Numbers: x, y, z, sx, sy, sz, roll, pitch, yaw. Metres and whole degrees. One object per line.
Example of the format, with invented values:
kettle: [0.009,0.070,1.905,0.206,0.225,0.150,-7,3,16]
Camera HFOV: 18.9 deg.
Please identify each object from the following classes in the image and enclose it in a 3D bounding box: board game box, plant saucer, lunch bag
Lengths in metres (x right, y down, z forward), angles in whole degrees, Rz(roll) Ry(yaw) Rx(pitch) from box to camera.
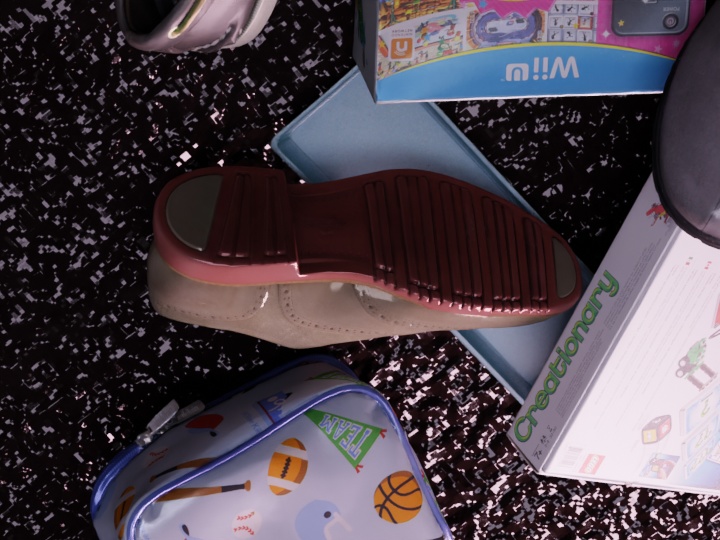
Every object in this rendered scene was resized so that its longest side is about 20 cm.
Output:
board game box: [0.164,0.011,0.992,0.126,0.035,0.201,11,116,-38]
board game box: [0.074,-0.176,0.902,0.146,0.064,0.201,-3,116,-10]
plant saucer: [0.048,-0.015,1.008,0.070,0.019,0.200,-40,112,13]
lunch bag: [-0.037,0.146,1.023,0.160,0.076,0.201,-29,113,-13]

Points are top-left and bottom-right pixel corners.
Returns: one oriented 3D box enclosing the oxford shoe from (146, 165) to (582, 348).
oxford shoe: [0.000,0.000,0.979,0.198,0.071,0.075,9,142,-11]

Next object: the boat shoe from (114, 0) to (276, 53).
boat shoe: [-0.052,-0.183,0.887,0.071,0.060,0.202,29,117,28]

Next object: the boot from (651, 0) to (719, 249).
boot: [0.176,-0.111,0.847,0.069,0.132,0.201,22,82,2]
